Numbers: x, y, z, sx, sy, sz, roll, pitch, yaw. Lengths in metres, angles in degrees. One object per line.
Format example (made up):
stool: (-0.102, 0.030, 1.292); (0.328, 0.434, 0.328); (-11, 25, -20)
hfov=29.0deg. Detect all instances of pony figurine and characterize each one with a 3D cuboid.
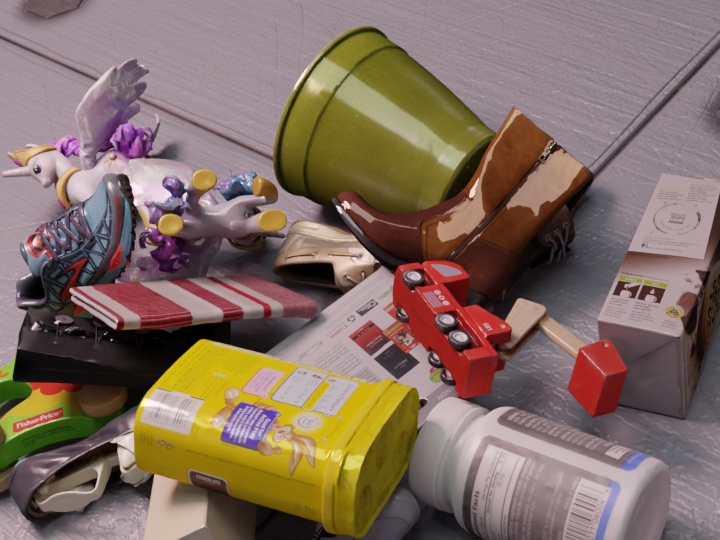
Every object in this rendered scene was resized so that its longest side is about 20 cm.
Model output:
pony figurine: (-0.167, -0.047, 1.428); (0.191, 0.200, 0.168); (-3, 82, -7)
pony figurine: (-0.283, -0.116, 1.571); (0.193, 0.167, 0.200); (-39, 64, -15)

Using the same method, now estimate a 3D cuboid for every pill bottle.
pill bottle: (0.147, 0.181, 1.162); (0.199, 0.114, 0.114); (18, 53, 31)

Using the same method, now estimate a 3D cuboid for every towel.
towel: (-0.159, 0.032, 1.316); (0.199, 0.023, 0.144); (-4, 12, -29)

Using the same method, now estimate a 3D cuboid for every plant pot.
plant pot: (0.045, -0.126, 1.465); (0.192, 0.201, 0.200); (31, 60, 25)

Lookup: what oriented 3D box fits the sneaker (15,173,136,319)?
sneaker: (-0.285, -0.017, 1.374); (0.095, 0.200, 0.080); (9, 41, -30)

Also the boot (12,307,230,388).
boot: (-0.227, 0.068, 1.351); (0.198, 0.066, 0.165); (3, 15, -5)

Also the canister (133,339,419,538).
canister: (-0.069, 0.132, 1.147); (0.199, 0.087, 0.149); (13, 30, 19)

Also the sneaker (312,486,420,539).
sneaker: (-0.017, 0.271, 1.150); (0.199, 0.075, 0.115); (-33, 46, -10)

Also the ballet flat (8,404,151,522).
ballet flat: (-0.235, 0.183, 1.304); (0.199, 0.073, 0.073); (-23, 43, 1)

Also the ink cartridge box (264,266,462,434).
ink cartridge box: (0.007, 0.119, 1.288); (0.200, 0.084, 0.175); (-36, 49, -19)

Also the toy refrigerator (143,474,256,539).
toy refrigerator: (-0.138, 0.200, 1.207); (0.070, 0.076, 0.200); (-27, 25, 11)

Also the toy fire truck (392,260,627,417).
toy fire truck: (0.128, 0.056, 1.234); (0.140, 0.049, 0.200); (-9, 39, -24)

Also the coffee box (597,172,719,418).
coffee box: (0.289, 0.019, 1.286); (0.079, 0.113, 0.201); (11, 50, 25)

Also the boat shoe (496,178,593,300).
boat shoe: (0.182, -0.045, 1.414); (0.072, 0.072, 0.201); (18, 58, 17)

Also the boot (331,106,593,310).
boot: (0.095, -0.076, 1.339); (0.188, 0.068, 0.200); (37, 88, 12)

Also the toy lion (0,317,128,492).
toy lion: (-0.306, 0.115, 1.403); (0.199, 0.069, 0.192); (-18, 36, -5)

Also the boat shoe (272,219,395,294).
boat shoe: (0.000, 0.000, 1.425); (0.199, 0.072, 0.065); (13, 59, 30)
